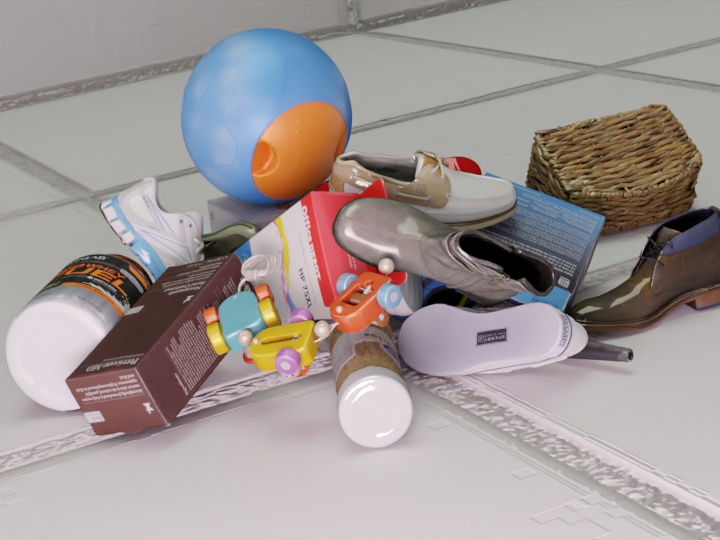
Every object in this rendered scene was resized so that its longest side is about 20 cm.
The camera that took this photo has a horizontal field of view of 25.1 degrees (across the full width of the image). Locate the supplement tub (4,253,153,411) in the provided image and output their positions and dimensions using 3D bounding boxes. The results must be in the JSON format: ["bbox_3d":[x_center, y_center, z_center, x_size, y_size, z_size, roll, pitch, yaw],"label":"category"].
[{"bbox_3d":[-0.285,0.057,1.695,0.121,0.124,0.200,-5,17,9],"label":"supplement tub"}]

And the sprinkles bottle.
[{"bbox_3d":[0.007,0.098,1.511,0.067,0.069,0.200,-9,16,-2],"label":"sprinkles bottle"}]

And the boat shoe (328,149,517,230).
[{"bbox_3d":[0.066,-0.086,1.665,0.197,0.069,0.075,-2,29,-5],"label":"boat shoe"}]

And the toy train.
[{"bbox_3d":[-0.054,0.046,1.523,0.199,0.056,0.150,10,46,43],"label":"toy train"}]

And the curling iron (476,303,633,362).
[{"bbox_3d":[0.182,0.068,1.580,0.199,0.050,0.026,15,60,44],"label":"curling iron"}]

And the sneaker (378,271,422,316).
[{"bbox_3d":[0.000,0.000,1.688,0.114,0.074,0.201,-20,28,9],"label":"sneaker"}]

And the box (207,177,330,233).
[{"bbox_3d":[-0.063,-0.042,1.939,0.198,0.108,0.152,-15,18,-21],"label":"box"}]

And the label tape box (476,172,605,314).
[{"bbox_3d":[0.163,-0.009,1.694,0.142,0.067,0.200,21,39,9],"label":"label tape box"}]

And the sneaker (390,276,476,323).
[{"bbox_3d":[0.117,0.016,1.750,0.198,0.067,0.078,-20,32,-32],"label":"sneaker"}]

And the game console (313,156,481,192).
[{"bbox_3d":[0.041,-0.048,1.822,0.197,0.178,0.031,-10,52,-7],"label":"game console"}]

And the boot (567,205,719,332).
[{"bbox_3d":[0.291,-0.001,1.646,0.198,0.098,0.075,-14,17,-20],"label":"boot"}]

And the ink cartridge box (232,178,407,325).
[{"bbox_3d":[-0.044,-0.003,1.628,0.067,0.118,0.200,0,-23,-38],"label":"ink cartridge box"}]

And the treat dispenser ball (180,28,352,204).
[{"bbox_3d":[-0.109,-0.178,1.867,0.198,0.204,0.201,-7,16,2],"label":"treat dispenser ball"}]

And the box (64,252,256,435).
[{"bbox_3d":[-0.189,0.071,1.586,0.099,0.075,0.200,-11,29,35],"label":"box"}]

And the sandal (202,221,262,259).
[{"bbox_3d":[-0.167,-0.001,1.828,0.200,0.080,0.058,-29,23,55],"label":"sandal"}]

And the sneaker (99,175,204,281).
[{"bbox_3d":[-0.195,-0.017,1.772,0.086,0.201,0.075,-38,5,-3],"label":"sneaker"}]

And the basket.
[{"bbox_3d":[0.315,-0.095,2.010,0.198,0.150,0.144,-13,50,-17],"label":"basket"}]

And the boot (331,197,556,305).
[{"bbox_3d":[0.079,-0.026,1.501,0.198,0.069,0.131,21,-10,-10],"label":"boot"}]

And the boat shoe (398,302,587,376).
[{"bbox_3d":[0.127,0.072,1.566,0.198,0.075,0.065,0,-12,41],"label":"boat shoe"}]
